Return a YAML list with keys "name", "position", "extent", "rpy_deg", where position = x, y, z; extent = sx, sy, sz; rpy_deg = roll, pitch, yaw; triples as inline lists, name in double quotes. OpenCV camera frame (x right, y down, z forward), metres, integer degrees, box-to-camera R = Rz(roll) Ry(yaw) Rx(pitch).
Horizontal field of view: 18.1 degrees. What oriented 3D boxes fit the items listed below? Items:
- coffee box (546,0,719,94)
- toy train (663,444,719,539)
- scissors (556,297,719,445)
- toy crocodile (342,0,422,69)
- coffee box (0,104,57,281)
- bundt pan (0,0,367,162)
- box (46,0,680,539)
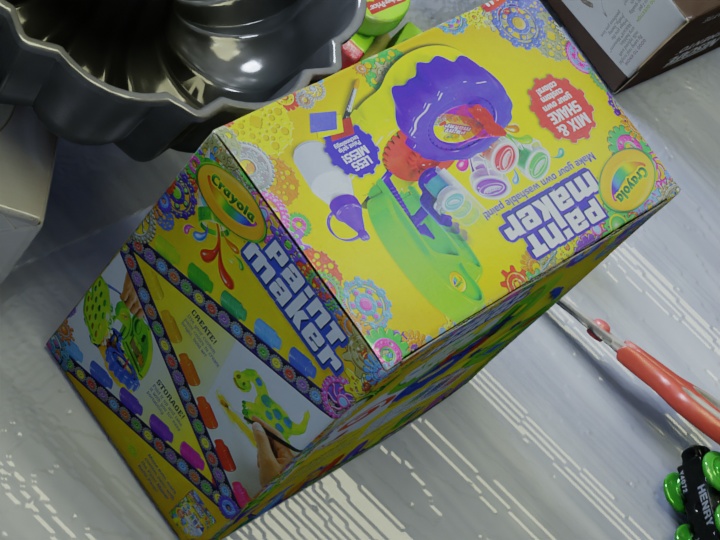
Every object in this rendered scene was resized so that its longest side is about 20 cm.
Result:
- name: "coffee box"
  position: [0.143, -0.215, 1.308]
  extent: [0.114, 0.080, 0.200]
  rpy_deg: [-25, 76, -39]
- name: "toy train"
  position: [0.196, 0.180, 1.120]
  extent: [0.056, 0.042, 0.200]
  rpy_deg: [14, 54, -36]
- name: "scissors"
  position: [0.133, 0.038, 1.160]
  extent: [0.200, 0.014, 0.073]
  rpy_deg: [37, 11, -6]
- name: "toy crocodile"
  position: [0.025, -0.098, 1.172]
  extent: [0.200, 0.068, 0.062]
  rpy_deg: [33, 54, -7]
- name: "coffee box"
  position: [-0.193, -0.100, 1.020]
  extent: [0.114, 0.080, 0.200]
  rpy_deg: [20, 53, -19]
- name: "bundt pan"
  position: [-0.102, -0.131, 0.979]
  extent: [0.202, 0.076, 0.202]
  rpy_deg: [16, 53, -22]
- name: "box"
  position: [0.000, 0.000, 1.010]
  extent: [0.200, 0.193, 0.122]
  rpy_deg: [-29, 79, -40]
